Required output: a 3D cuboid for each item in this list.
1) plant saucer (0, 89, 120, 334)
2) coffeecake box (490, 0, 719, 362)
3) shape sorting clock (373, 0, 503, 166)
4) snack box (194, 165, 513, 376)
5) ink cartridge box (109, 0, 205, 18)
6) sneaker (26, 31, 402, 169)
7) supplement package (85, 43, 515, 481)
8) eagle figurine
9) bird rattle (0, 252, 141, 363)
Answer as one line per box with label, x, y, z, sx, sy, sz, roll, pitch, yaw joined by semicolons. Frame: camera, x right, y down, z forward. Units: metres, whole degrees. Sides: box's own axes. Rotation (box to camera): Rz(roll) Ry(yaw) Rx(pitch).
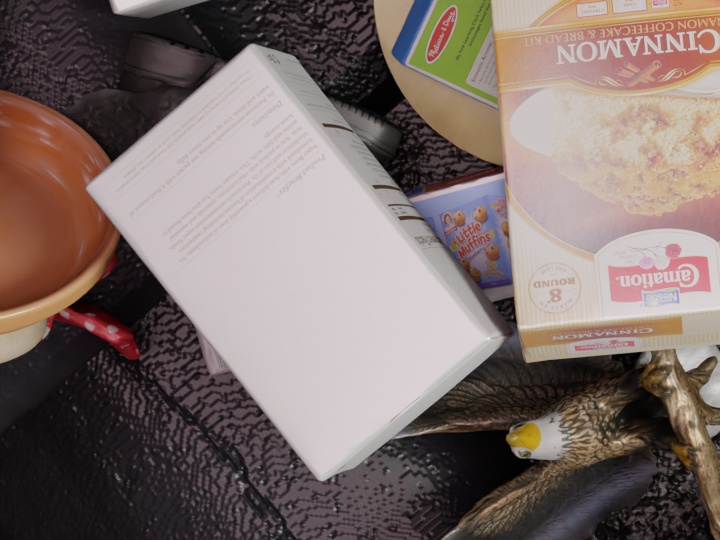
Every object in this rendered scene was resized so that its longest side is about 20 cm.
plant saucer;-0.229;-0.028;1.610;0.199;0.200;0.038;12;131;4
coffeecake box;0.153;-0.061;1.577;0.153;0.073;0.201;-6;73;5
shape sorting clock;0.106;-0.154;1.660;0.199;0.039;0.201;1;105;4
snack box;0.000;0.000;1.683;0.199;0.024;0.072;-15;101;6
ink cartridge box;-0.088;-0.254;1.616;0.147;0.145;0.201;-16;93;4
sneaker;-0.083;-0.068;1.675;0.199;0.060;0.105;20;94;8
supplement package;-0.029;-0.004;1.576;0.121;0.120;0.200;-39;84;7
eagle figurine;0.105;0.095;1.652;0.199;0.151;0.152;-18;48;34
bird rattle;-0.227;0.024;1.649;0.199;0.163;0.113;18;114;12
